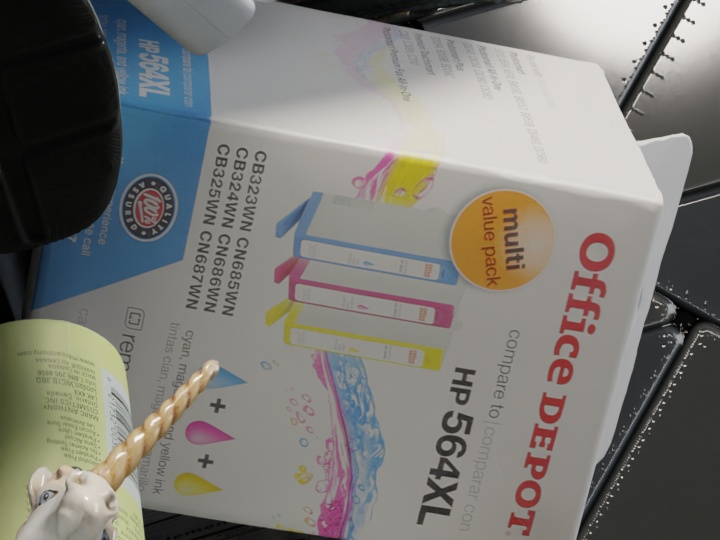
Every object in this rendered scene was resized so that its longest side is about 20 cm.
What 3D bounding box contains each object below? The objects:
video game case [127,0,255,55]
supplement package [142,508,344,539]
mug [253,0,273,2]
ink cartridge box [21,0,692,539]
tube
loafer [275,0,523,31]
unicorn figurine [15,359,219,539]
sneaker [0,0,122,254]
[{"bbox_3d":[-0.111,-0.155,0.611,0.182,0.023,0.200,59,11,30],"label":"video game case"},{"bbox_3d":[-0.023,0.141,0.890,0.200,0.109,0.114,-99,173,-74],"label":"supplement package"},{"bbox_3d":[-0.044,-0.144,0.805,0.175,0.200,0.148,-3,75,-50],"label":"mug"},{"bbox_3d":[0.000,0.000,0.836,0.125,0.199,0.129,-99,-160,-67],"label":"ink cartridge box"},{"bbox_3d":[-0.076,0.102,0.668,0.052,0.058,0.200,103,-19,-46],"label":"tube"},{"bbox_3d":[-0.038,-0.080,0.916,0.072,0.199,0.063,-8,93,-75],"label":"loafer"},{"bbox_3d":[-0.069,0.111,0.560,0.137,0.074,0.201,70,17,-80],"label":"unicorn figurine"},{"bbox_3d":[-0.114,-0.104,0.705,0.116,0.075,0.201,-101,173,-46],"label":"sneaker"}]
